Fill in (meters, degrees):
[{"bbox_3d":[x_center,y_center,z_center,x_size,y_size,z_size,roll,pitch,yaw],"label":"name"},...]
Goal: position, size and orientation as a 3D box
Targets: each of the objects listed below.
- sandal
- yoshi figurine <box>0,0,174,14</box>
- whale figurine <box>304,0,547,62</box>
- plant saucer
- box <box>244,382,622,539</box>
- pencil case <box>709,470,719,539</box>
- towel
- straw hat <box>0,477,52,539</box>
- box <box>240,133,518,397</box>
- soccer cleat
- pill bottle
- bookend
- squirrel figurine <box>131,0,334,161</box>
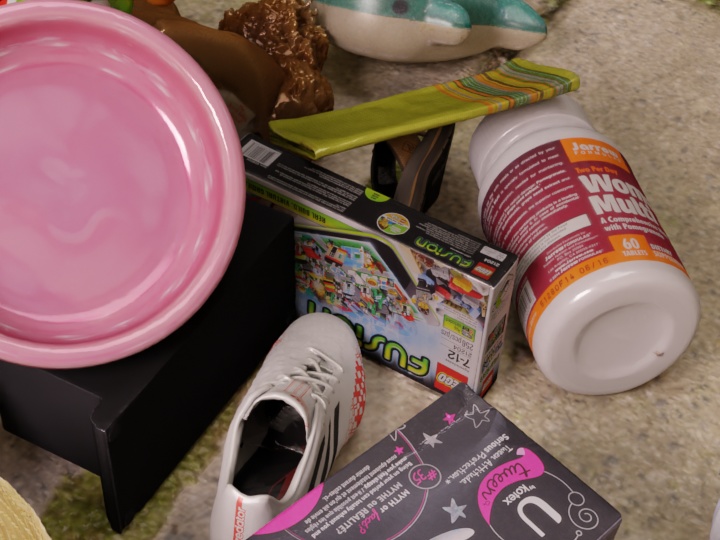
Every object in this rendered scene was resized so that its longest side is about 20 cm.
[{"bbox_3d":[0.028,-0.066,0.972,0.054,0.082,0.201,19,52,7],"label":"sandal"},{"bbox_3d":[-0.190,-0.119,0.844,0.200,0.112,0.112,-48,25,-1],"label":"yoshi figurine"},{"bbox_3d":[0.054,-0.225,1.111,0.198,0.105,0.159,1,17,-19],"label":"whale figurine"},{"bbox_3d":[-0.164,-0.045,0.755,0.199,0.051,0.203,3,80,-16],"label":"plant saucer"},{"bbox_3d":[0.015,0.177,0.671,0.199,0.133,0.115,-32,57,-32],"label":"box"},{"bbox_3d":[0.290,0.158,0.749,0.199,0.083,0.091,28,70,22],"label":"pencil case"},{"bbox_3d":[0.043,-0.110,0.915,0.198,0.018,0.086,-17,18,-21],"label":"towel"},{"bbox_3d":[-0.187,0.184,0.674,0.201,0.202,0.085,36,11,29],"label":"straw hat"},{"bbox_3d":[0.000,0.000,0.873,0.199,0.111,0.035,25,47,21],"label":"box"},{"bbox_3d":[-0.039,0.085,0.796,0.068,0.086,0.201,13,44,9],"label":"soccer cleat"},{"bbox_3d":[0.140,-0.025,0.911,0.108,0.110,0.201,-6,45,-11],"label":"pill bottle"},{"bbox_3d":[-0.172,0.024,0.845,0.197,0.093,0.200,21,47,19],"label":"bookend"},{"bbox_3d":[-0.119,-0.147,1.026,0.198,0.143,0.187,-3,31,-29],"label":"squirrel figurine"}]
